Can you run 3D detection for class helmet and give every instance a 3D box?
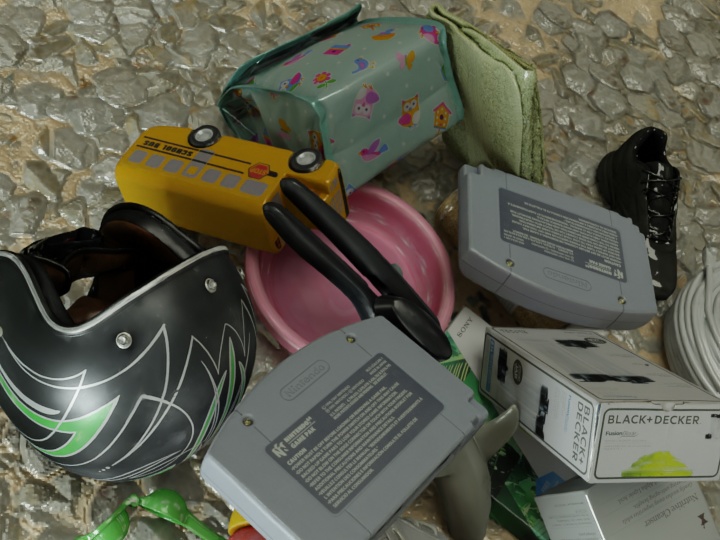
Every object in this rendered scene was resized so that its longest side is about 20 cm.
[{"bbox_3d":[-0.171,0.055,0.692,0.189,0.202,0.200,29,53,19],"label":"helmet"}]

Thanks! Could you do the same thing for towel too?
[{"bbox_3d":[0.120,-0.153,0.915,0.036,0.201,0.148,-36,55,-13],"label":"towel"}]

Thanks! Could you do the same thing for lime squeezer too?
[{"bbox_3d":[-0.171,0.204,0.712,0.197,0.038,0.072,-3,91,-21],"label":"lime squeezer"}]

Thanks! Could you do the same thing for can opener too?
[{"bbox_3d":[0.000,0.000,0.779,0.200,0.078,0.064,47,53,-14],"label":"can opener"}]

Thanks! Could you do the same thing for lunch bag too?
[{"bbox_3d":[-0.028,-0.171,0.910,0.169,0.123,0.199,-33,36,-24],"label":"lunch bag"}]

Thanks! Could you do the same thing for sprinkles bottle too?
[{"bbox_3d":[0.156,0.003,0.920,0.068,0.068,0.201,-28,71,-31],"label":"sprinkles bottle"}]

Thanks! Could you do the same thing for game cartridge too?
[{"bbox_3d":[0.180,-0.017,0.878,0.197,0.042,0.135,18,53,-15],"label":"game cartridge"},{"bbox_3d":[-0.011,0.115,0.668,0.132,0.042,0.199,35,43,20],"label":"game cartridge"}]

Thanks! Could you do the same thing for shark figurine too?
[{"bbox_3d":[0.036,0.130,0.753,0.214,0.129,0.089,40,27,4],"label":"shark figurine"}]

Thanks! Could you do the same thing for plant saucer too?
[{"bbox_3d":[-0.012,0.010,0.870,0.197,0.051,0.203,9,57,-14],"label":"plant saucer"}]

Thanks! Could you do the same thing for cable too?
[{"bbox_3d":[0.401,0.086,0.953,0.198,0.069,0.201,33,55,2],"label":"cable"}]

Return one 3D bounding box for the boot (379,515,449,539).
[{"bbox_3d":[0.016,0.216,0.750,0.095,0.074,0.202,-12,65,-39],"label":"boot"}]

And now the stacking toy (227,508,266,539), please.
[{"bbox_3d":[-0.052,0.196,0.670,0.144,0.146,0.203,8,63,-13],"label":"stacking toy"}]

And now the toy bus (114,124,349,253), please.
[{"bbox_3d":[-0.112,-0.072,0.830,0.197,0.066,0.079,16,52,23],"label":"toy bus"}]

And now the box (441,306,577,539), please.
[{"bbox_3d":[0.132,0.144,0.845,0.199,0.036,0.145,37,55,8],"label":"box"}]

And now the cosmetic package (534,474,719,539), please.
[{"bbox_3d":[0.235,0.253,0.756,0.112,0.081,0.203,-20,81,-26],"label":"cosmetic package"}]

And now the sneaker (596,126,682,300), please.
[{"bbox_3d":[0.302,-0.065,1.000,0.075,0.091,0.203,7,58,-17],"label":"sneaker"}]

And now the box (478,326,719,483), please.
[{"bbox_3d":[0.185,0.101,0.755,0.115,0.200,0.061,3,101,-18],"label":"box"}]
